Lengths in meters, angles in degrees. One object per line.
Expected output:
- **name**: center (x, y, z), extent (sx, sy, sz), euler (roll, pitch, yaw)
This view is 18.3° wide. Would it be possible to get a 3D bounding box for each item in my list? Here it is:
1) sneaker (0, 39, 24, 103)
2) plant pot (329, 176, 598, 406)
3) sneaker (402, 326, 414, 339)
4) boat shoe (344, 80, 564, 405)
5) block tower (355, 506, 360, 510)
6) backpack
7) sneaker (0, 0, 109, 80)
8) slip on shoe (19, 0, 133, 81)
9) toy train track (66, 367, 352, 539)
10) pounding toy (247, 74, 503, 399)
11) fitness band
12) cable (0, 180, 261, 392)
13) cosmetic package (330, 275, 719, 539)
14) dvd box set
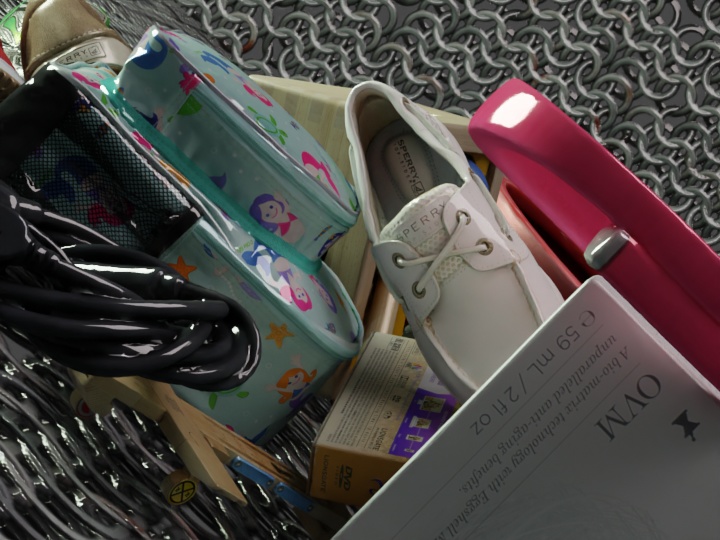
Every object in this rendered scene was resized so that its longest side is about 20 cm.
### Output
- **sneaker**: center (-0.243, -0.142, 1.125), extent (0.200, 0.071, 0.113), euler (51, 4, -42)
- **plant pot**: center (0.091, 0.067, 1.438), extent (0.200, 0.182, 0.201), euler (45, 12, -12)
- **sneaker**: center (0.069, 0.118, 1.151), extent (0.085, 0.078, 0.201), euler (-34, 104, -47)
- **boat shoe**: center (0.037, -0.010, 1.042), extent (0.069, 0.071, 0.201), euler (47, 10, -51)
- **block tower**: center (0.071, 0.173, 1.267), extent (0.200, 0.054, 0.058), euler (47, 5, 13)
- **backpack**: center (-0.082, -0.017, 1.077), extent (0.200, 0.150, 0.178), euler (50, 5, -1)
- **sneaker**: center (-0.193, -0.131, 1.351), extent (0.078, 0.085, 0.200), euler (43, 7, -21)
- **slip on shoe**: center (-0.148, -0.088, 1.238), extent (0.061, 0.076, 0.200), euler (61, -3, 21)
- **toy train track**: center (-0.067, 0.084, 0.970), extent (0.200, 0.033, 0.115), euler (37, 11, -48)
- **pounding toy**: center (0.000, 0.000, 1.247), extent (0.141, 0.186, 0.200), euler (17, 8, 26)
- **fitness band**: center (0.120, 0.003, 0.888), extent (0.200, 0.037, 0.144), euler (44, 3, -17)
- **cable**: center (-0.131, -0.003, 0.905), extent (0.199, 0.051, 0.163), euler (28, 0, 1)
- **cosmetic package**: center (0.096, 0.142, 0.904), extent (0.200, 0.199, 0.123), euler (45, 5, 5)
- **dvd box set**: center (0.086, 0.083, 1.040), extent (0.198, 0.030, 0.146), euler (11, 21, 7)
